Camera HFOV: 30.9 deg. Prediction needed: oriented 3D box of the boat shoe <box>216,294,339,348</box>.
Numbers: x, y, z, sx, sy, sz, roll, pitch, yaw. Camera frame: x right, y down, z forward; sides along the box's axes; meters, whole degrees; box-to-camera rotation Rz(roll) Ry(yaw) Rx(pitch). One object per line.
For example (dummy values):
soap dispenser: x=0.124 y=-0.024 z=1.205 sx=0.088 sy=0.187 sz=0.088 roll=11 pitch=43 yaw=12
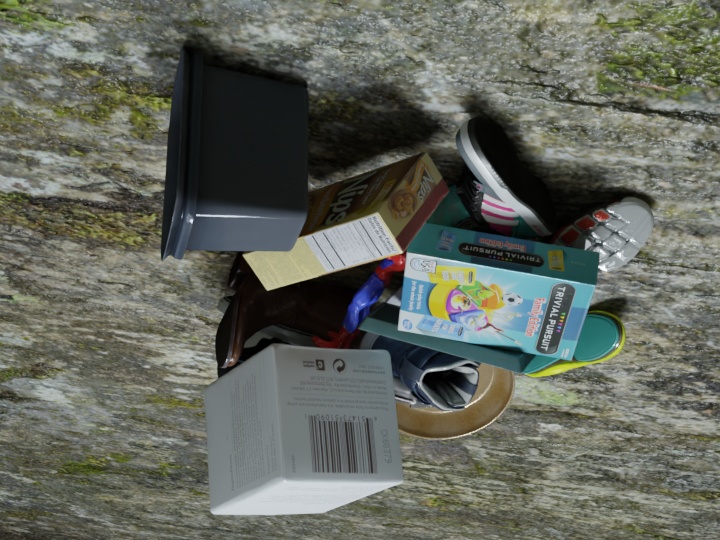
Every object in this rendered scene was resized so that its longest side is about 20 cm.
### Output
boat shoe: x=-0.090 y=0.061 z=1.738 sx=0.200 sy=0.064 sz=0.071 roll=19 pitch=-177 yaw=-3

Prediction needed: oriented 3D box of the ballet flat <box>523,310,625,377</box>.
ballet flat: x=0.286 y=0.096 z=1.694 sx=0.067 sy=0.067 sz=0.200 roll=2 pitch=163 yaw=-35

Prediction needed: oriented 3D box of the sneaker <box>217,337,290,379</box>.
sneaker: x=-0.093 y=0.129 z=1.739 sx=0.200 sy=0.078 sz=0.070 roll=2 pitch=-172 yaw=-24

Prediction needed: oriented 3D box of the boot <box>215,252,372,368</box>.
boot: x=-0.074 y=0.073 z=1.636 sx=0.200 sy=0.187 sz=0.064 roll=22 pitch=139 yaw=-16

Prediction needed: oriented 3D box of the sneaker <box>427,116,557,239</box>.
sneaker: x=0.118 y=-0.085 z=1.386 sx=0.121 sy=0.084 sz=0.200 roll=-17 pitch=144 yaw=25

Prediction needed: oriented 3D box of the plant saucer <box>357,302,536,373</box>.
plant saucer: x=0.101 y=0.075 z=1.506 sx=0.200 sy=0.070 sz=0.019 roll=14 pitch=110 yaw=19

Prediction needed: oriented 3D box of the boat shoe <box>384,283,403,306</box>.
boat shoe: x=0.079 y=0.035 z=1.598 sx=0.066 sy=0.072 sz=0.200 roll=44 pitch=152 yaw=1

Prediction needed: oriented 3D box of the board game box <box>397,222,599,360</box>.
board game box: x=0.146 y=0.024 z=1.419 sx=0.200 sy=0.047 sz=0.151 roll=10 pitch=145 yaw=5

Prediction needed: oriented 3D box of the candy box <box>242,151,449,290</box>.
candy box: x=-0.017 y=-0.050 z=1.366 sx=0.200 sy=0.115 sz=0.055 roll=-16 pitch=116 yaw=42

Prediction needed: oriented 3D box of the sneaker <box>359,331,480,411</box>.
sneaker: x=0.116 y=0.125 z=1.642 sx=0.202 sy=0.077 sz=0.146 roll=5 pitch=-166 yaw=-43

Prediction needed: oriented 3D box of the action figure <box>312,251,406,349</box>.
action figure: x=0.000 y=0.000 z=1.566 sx=0.099 sy=0.065 sz=0.200 roll=46 pitch=114 yaw=12

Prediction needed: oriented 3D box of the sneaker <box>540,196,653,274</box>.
sneaker: x=0.239 y=-0.030 z=1.468 sx=0.200 sy=0.082 sz=0.077 roll=-36 pitch=111 yaw=27

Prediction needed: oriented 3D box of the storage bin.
storage bin: x=-0.126 y=-0.104 z=1.319 sx=0.134 sy=0.200 sz=0.146 roll=7 pitch=152 yaw=-13

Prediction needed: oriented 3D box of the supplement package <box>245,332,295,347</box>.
supplement package: x=-0.073 y=0.174 z=1.880 sx=0.200 sy=0.121 sz=0.120 roll=28 pitch=148 yaw=-31

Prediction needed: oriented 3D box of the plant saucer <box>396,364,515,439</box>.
plant saucer: x=0.113 y=0.152 z=1.810 sx=0.200 sy=0.035 sz=0.200 roll=-2 pitch=128 yaw=-2

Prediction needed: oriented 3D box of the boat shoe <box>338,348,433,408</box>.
boat shoe: x=0.044 y=0.149 z=1.727 sx=0.200 sy=0.067 sz=0.057 roll=21 pitch=112 yaw=-28

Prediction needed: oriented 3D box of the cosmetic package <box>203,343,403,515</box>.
cosmetic package: x=-0.073 y=0.197 z=1.576 sx=0.165 sy=0.165 sz=0.200 roll=6 pitch=157 yaw=-31
